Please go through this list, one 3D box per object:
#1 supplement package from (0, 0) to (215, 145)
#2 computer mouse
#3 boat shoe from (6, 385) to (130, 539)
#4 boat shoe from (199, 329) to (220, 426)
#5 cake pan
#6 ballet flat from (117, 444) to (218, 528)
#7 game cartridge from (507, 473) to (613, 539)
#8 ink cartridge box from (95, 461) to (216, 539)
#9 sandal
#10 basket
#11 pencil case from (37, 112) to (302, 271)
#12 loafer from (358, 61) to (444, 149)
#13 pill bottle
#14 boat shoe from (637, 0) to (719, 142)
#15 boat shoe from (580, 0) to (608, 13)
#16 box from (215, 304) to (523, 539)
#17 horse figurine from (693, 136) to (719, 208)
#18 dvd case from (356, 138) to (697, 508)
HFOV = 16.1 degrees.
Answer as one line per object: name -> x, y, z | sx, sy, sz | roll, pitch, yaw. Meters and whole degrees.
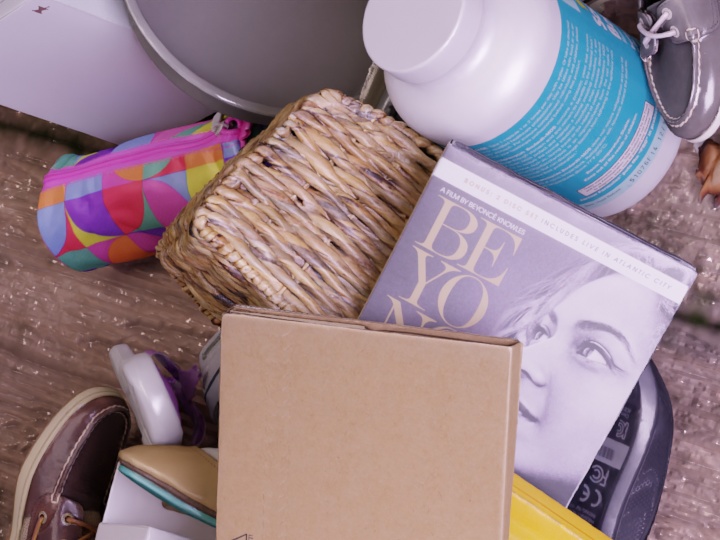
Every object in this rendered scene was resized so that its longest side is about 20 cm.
supplement package -> -0.176, -0.214, 1.683 | 0.147, 0.191, 0.200 | -24, 58, 43
computer mouse -> 0.120, 0.126, 1.412 | 0.138, 0.053, 0.200 | 29, 105, 41
boat shoe -> -0.188, 0.174, 1.636 | 0.072, 0.072, 0.200 | 30, 97, 35
boat shoe -> -0.032, 0.007, 1.575 | 0.202, 0.075, 0.086 | -49, 45, 26
cake pan -> -0.062, -0.174, 1.598 | 0.037, 0.200, 0.201 | 128, 141, -55
ballet flat -> -0.046, 0.143, 1.480 | 0.200, 0.069, 0.063 | 33, 82, -1
game cartridge -> 0.039, 0.195, 1.374 | 0.176, 0.032, 0.200 | 33, 112, 10
ink cartridge box -> -0.106, 0.220, 1.506 | 0.068, 0.115, 0.200 | -5, 69, 58
sandal -> -0.118, 0.081, 1.572 | 0.050, 0.203, 0.083 | -21, 94, -7
basket -> 0.000, 0.000, 1.472 | 0.143, 0.200, 0.149 | -47, 4, -15
pencil case -> -0.122, -0.057, 1.660 | 0.200, 0.088, 0.089 | -16, 63, 35
loafer -> 0.048, -0.152, 1.571 | 0.070, 0.075, 0.200 | 15, 73, 48
pill bottle -> 0.088, -0.109, 1.425 | 0.111, 0.200, 0.111 | -16, 64, 34
boat shoe -> 0.175, -0.172, 1.418 | 0.067, 0.057, 0.200 | -17, 65, 60
boat shoe -> 0.117, -0.189, 1.445 | 0.200, 0.068, 0.075 | 118, 156, -71
box -> 0.001, 0.125, 1.346 | 0.163, 0.021, 0.200 | 6, 103, 17
horse figurine -> 0.250, -0.138, 1.406 | 0.200, 0.050, 0.133 | -30, 50, 31
dvd case -> 0.069, 0.050, 1.364 | 0.149, 0.016, 0.200 | 28, 107, 2
